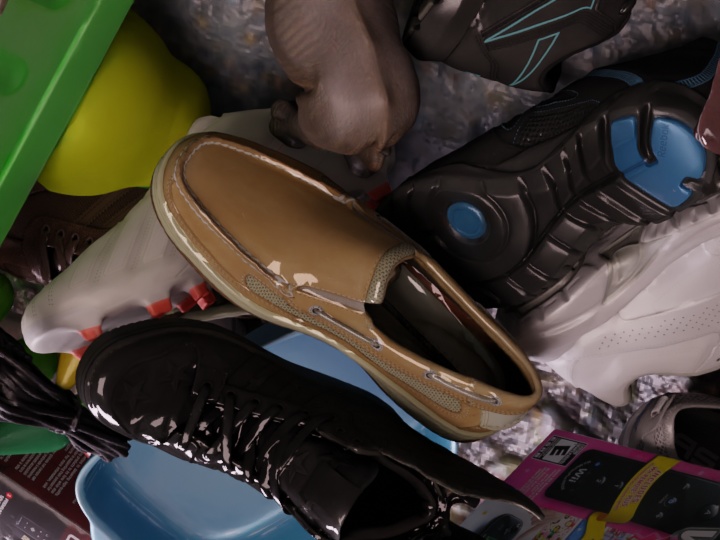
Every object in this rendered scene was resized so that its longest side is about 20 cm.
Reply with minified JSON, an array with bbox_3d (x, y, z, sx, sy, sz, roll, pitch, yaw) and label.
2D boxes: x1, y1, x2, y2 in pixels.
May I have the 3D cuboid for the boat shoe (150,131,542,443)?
[{"bbox_3d":[0.000,0.000,1.289,0.200,0.072,0.076,33,161,-11],"label":"boat shoe"}]

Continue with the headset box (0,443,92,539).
[{"bbox_3d":[-0.215,0.126,1.552,0.199,0.077,0.149,32,127,1],"label":"headset box"}]

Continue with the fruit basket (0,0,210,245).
[{"bbox_3d":[-0.164,-0.102,1.355,0.155,0.215,0.216,34,130,28],"label":"fruit basket"}]

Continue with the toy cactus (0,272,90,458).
[{"bbox_3d":[-0.206,0.071,1.430,0.199,0.166,0.102,16,139,-8],"label":"toy cactus"}]

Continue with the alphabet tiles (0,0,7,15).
[{"bbox_3d":[-0.160,-0.208,1.262,0.166,0.201,0.006,15,163,24],"label":"alphabet tiles"}]

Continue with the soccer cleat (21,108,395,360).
[{"bbox_3d":[-0.076,-0.026,1.347,0.078,0.199,0.069,59,163,8],"label":"soccer cleat"}]

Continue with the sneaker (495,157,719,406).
[{"bbox_3d":[0.160,-0.005,1.322,0.099,0.078,0.200,38,129,-25],"label":"sneaker"}]

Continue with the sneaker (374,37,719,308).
[{"bbox_3d":[0.092,-0.042,1.307,0.199,0.082,0.073,-20,113,40],"label":"sneaker"}]

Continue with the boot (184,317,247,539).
[{"bbox_3d":[-0.060,0.109,1.490,0.095,0.074,0.201,7,115,-13],"label":"boot"}]

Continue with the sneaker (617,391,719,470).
[{"bbox_3d":[0.210,0.118,1.347,0.199,0.075,0.082,24,167,8],"label":"sneaker"}]

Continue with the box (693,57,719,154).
[{"bbox_3d":[0.261,-0.118,1.141,0.199,0.164,0.167,21,126,10],"label":"box"}]

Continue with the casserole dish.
[{"bbox_3d":[-0.045,0.084,1.397,0.200,0.039,0.121,-32,123,23],"label":"casserole dish"}]

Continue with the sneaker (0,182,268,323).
[{"bbox_3d":[-0.112,-0.011,1.422,0.199,0.076,0.071,2,120,22],"label":"sneaker"}]

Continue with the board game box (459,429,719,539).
[{"bbox_3d":[0.118,0.154,1.292,0.200,0.148,0.064,13,140,52],"label":"board game box"}]

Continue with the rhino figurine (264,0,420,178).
[{"bbox_3d":[-0.024,-0.139,1.294,0.087,0.060,0.201,164,89,-72],"label":"rhino figurine"}]

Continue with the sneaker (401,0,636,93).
[{"bbox_3d":[0.095,-0.151,1.260,0.079,0.076,0.200,30,138,-10],"label":"sneaker"}]

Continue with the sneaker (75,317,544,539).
[{"bbox_3d":[-0.024,0.080,1.293,0.199,0.104,0.060,17,105,-26],"label":"sneaker"}]

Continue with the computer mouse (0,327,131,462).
[{"bbox_3d":[-0.203,0.026,1.335,0.200,0.140,0.046,37,87,22],"label":"computer mouse"}]
